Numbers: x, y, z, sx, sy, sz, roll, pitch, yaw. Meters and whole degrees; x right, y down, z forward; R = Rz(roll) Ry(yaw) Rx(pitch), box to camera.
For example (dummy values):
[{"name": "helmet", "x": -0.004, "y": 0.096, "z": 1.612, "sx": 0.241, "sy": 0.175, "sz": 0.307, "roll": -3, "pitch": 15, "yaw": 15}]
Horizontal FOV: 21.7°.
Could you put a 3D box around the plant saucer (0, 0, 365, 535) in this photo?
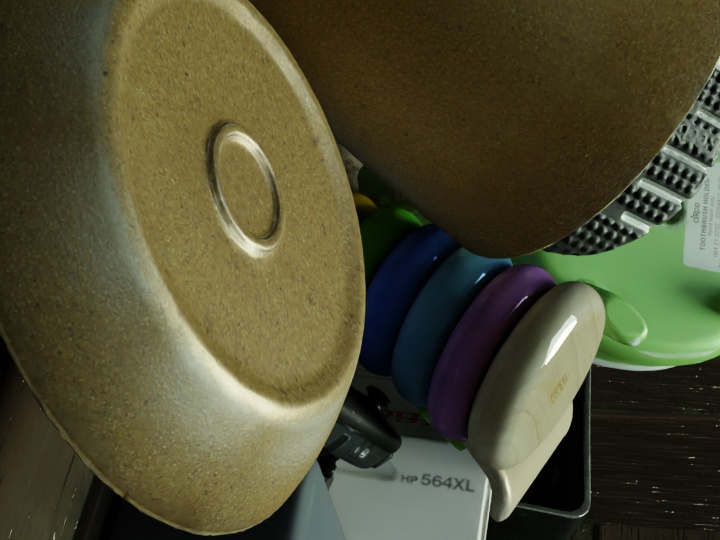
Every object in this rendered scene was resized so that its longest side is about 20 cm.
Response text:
[{"name": "plant saucer", "x": -0.048, "y": -0.021, "z": 0.579, "sx": 0.200, "sy": 0.035, "sz": 0.201, "roll": 42, "pitch": 40, "yaw": -47}]

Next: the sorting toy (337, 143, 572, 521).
[{"name": "sorting toy", "x": 0.032, "y": 0.018, "z": 0.931, "sx": 0.200, "sy": 0.036, "sz": 0.185, "roll": 58, "pitch": 18, "yaw": 1}]

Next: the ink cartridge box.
[{"name": "ink cartridge box", "x": 0.003, "y": 0.083, "z": 1.036, "sx": 0.200, "sy": 0.145, "sz": 0.085, "roll": -71, "pitch": 167, "yaw": -69}]

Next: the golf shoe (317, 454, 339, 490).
[{"name": "golf shoe", "x": -0.054, "y": 0.114, "z": 0.910, "sx": 0.094, "sy": 0.077, "sz": 0.201, "roll": 145, "pitch": -46, "yaw": -83}]

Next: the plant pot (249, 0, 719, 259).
[{"name": "plant pot", "x": 0.012, "y": -0.132, "z": 0.705, "sx": 0.186, "sy": 0.200, "sz": 0.187, "roll": -45, "pitch": -152, "yaw": 32}]

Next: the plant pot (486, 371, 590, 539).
[{"name": "plant pot", "x": 0.039, "y": 0.124, "z": 1.271, "sx": 0.178, "sy": 0.199, "sz": 0.200, "roll": 102, "pitch": -3, "yaw": -45}]

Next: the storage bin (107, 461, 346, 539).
[{"name": "storage bin", "x": -0.042, "y": 0.170, "z": 0.727, "sx": 0.200, "sy": 0.145, "sz": 0.135, "roll": -80, "pitch": 160, "yaw": -56}]

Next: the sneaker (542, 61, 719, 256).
[{"name": "sneaker", "x": 0.120, "y": -0.097, "z": 0.782, "sx": 0.200, "sy": 0.074, "sz": 0.080, "roll": -58, "pitch": -148, "yaw": -1}]

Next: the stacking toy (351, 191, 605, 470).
[{"name": "stacking toy", "x": 0.000, "y": 0.000, "z": 0.796, "sx": 0.085, "sy": 0.200, "sz": 0.085, "roll": -49, "pitch": 158, "yaw": -27}]

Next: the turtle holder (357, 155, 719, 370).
[{"name": "turtle holder", "x": 0.104, "y": -0.015, "z": 0.866, "sx": 0.141, "sy": 0.185, "sz": 0.132, "roll": 68, "pitch": -23, "yaw": -2}]

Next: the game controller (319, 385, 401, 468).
[{"name": "game controller", "x": -0.043, "y": 0.025, "z": 0.724, "sx": 0.104, "sy": 0.042, "sz": 0.200, "roll": 53, "pitch": 4, "yaw": 21}]
